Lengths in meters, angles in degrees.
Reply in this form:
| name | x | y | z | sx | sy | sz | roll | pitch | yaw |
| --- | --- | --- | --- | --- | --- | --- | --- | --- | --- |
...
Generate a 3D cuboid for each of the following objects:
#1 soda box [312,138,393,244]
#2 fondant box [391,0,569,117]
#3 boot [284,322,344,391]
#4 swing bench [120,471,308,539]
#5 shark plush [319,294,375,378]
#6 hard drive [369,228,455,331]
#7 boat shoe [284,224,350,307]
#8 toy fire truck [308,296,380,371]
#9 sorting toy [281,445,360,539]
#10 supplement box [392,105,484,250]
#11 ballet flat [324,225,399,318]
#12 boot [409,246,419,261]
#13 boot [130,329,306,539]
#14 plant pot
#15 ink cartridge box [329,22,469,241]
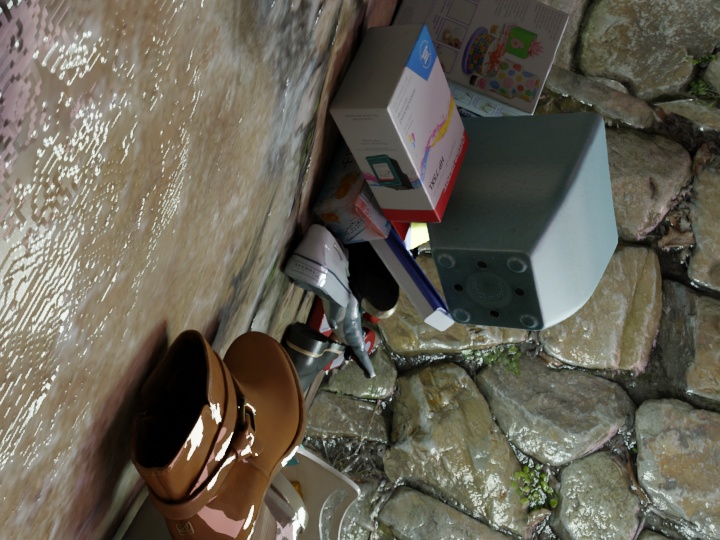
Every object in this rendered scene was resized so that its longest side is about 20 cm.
| name | x | y | z | sx | sy | sz | roll | pitch | yaw |
| --- | --- | --- | --- | --- | --- | --- | --- | --- | --- |
| soda box | 0.019 | -0.130 | 0.906 | 0.068 | 0.064 | 0.202 | -6 | -128 | 42 |
| fondant box | 0.137 | -0.279 | 0.989 | 0.058 | 0.197 | 0.146 | 102 | 11 | -75 |
| boot | -0.095 | 0.155 | 1.202 | 0.140 | 0.077 | 0.200 | -64 | 164 | 0 |
| swing bench | -0.128 | 0.265 | 0.602 | 0.200 | 0.128 | 0.202 | -65 | 175 | -49 |
| shark plush | -0.011 | 0.060 | 1.175 | 0.091 | 0.082 | 0.204 | 1 | 77 | -80 |
| hard drive | 0.041 | -0.021 | 0.979 | 0.025 | 0.201 | 0.132 | -36 | 163 | 7 |
| boat shoe | -0.037 | -0.004 | 0.928 | 0.200 | 0.073 | 0.068 | 84 | 30 | -83 |
| toy fire truck | -0.044 | 0.087 | 1.453 | 0.167 | 0.111 | 0.203 | -8 | 122 | -59 |
| sorting toy | -0.099 | 0.323 | 1.135 | 0.107 | 0.177 | 0.203 | -56 | 168 | -77 |
| supplement box | 0.099 | -0.129 | 1.102 | 0.198 | 0.109 | 0.111 | -27 | 134 | -28 |
| ballet flat | 0.000 | 0.000 | 1.028 | 0.201 | 0.065 | 0.058 | -119 | -140 | -50 |
| boot | 0.072 | -0.133 | 1.260 | 0.168 | 0.075 | 0.203 | 47 | -57 | 51 |
| boot | -0.095 | 0.087 | 0.533 | 0.157 | 0.075 | 0.202 | 72 | 20 | -46 |
| plant pot | 0.178 | -0.042 | 0.943 | 0.201 | 0.193 | 0.198 | -60 | 141 | -40 |
| ink cartridge box | 0.052 | -0.132 | 0.822 | 0.201 | 0.066 | 0.117 | 57 | 46 | -46 |
